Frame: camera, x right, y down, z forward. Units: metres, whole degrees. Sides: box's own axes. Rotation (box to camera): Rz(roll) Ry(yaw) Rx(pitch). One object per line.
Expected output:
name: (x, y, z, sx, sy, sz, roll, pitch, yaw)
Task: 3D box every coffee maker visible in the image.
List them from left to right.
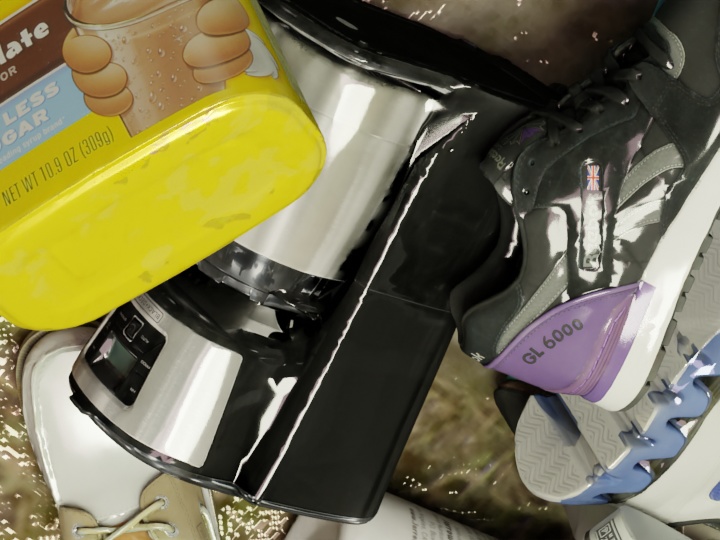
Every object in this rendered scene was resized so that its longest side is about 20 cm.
coffee maker: (0.000, 0.000, 1.030, 0.192, 0.135, 0.200, 22, 105, -13)

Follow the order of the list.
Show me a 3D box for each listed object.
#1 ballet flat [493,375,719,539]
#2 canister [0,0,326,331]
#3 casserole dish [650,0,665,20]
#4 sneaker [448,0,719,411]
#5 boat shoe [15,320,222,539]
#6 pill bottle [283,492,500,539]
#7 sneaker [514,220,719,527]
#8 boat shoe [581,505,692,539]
ballet flat: (0.144, 0.112, 1.111, 0.200, 0.068, 0.068, 23, 81, -12)
canister: (-0.110, -0.092, 0.949, 0.149, 0.200, 0.087, -31, 146, 7)
casserole dish: (0.166, -0.084, 1.035, 0.121, 0.039, 0.200, 5, 113, -48)
sneaker: (0.096, -0.046, 0.951, 0.088, 0.076, 0.200, 17, 102, -12)
boat shoe: (-0.097, 0.116, 1.096, 0.075, 0.068, 0.200, -22, 108, 4)
pill bottle: (0.058, 0.180, 1.107, 0.200, 0.114, 0.114, 24, 105, -14)
sneaker: (0.169, 0.040, 1.030, 0.199, 0.081, 0.115, -43, 133, 18)
boat shoe: (0.143, 0.161, 1.054, 0.064, 0.071, 0.200, -40, 133, 17)
